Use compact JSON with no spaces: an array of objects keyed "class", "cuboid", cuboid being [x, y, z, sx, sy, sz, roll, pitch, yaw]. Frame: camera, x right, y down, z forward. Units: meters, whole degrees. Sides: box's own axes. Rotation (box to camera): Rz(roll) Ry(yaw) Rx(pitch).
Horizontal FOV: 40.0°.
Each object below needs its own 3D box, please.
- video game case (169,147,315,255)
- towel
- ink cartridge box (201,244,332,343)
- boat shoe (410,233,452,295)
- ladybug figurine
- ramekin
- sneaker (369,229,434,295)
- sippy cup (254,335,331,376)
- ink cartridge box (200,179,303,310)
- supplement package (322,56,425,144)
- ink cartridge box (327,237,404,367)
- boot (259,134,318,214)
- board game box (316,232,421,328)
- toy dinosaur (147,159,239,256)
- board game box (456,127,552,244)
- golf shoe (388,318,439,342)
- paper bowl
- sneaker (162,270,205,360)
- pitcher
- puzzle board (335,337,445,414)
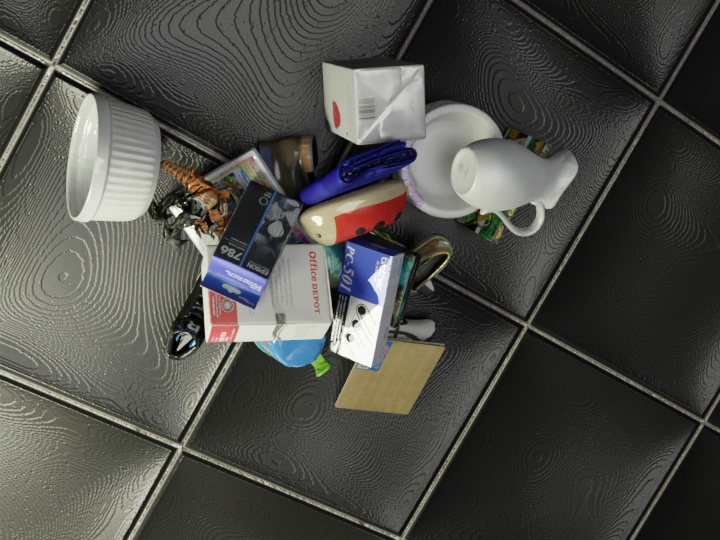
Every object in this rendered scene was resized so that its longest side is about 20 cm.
[{"class":"video game case","cuboid":[-0.204,-0.084,1.691,0.182,0.024,0.200,-28,112,13]},{"class":"towel","cuboid":[-0.013,-0.158,1.602,0.147,0.200,0.050,-20,90,-26]},{"class":"ink cartridge box","cuboid":[-0.156,0.038,1.629,0.199,0.083,0.147,0,65,-15]},{"class":"boat shoe","cuboid":[0.078,0.017,1.729,0.072,0.076,0.200,39,108,-21]},{"class":"ladybug figurine","cuboid":[-0.005,-0.095,1.657,0.199,0.136,0.072,-20,91,-13]},{"class":"ramekin","cuboid":[-0.388,-0.170,1.554,0.105,0.200,0.201,7,103,-28]},{"class":"sneaker","cuboid":[0.049,-0.011,1.799,0.200,0.075,0.085,38,107,-19]},{"class":"sippy cup","cuboid":[-0.121,0.106,1.739,0.177,0.130,0.140,15,101,-20]},{"class":"ink cartridge box","cuboid":[-0.174,-0.044,1.595,0.099,0.039,0.201,23,62,-4]},{"class":"supplement package","cuboid":[0.019,-0.284,1.635,0.119,0.200,0.122,-7,107,-15]},{"class":"ink cartridge box","cuboid":[0.007,0.055,1.681,0.044,0.094,0.201,-17,122,-58]},{"class":"boot","cuboid":[-0.122,-0.140,1.719,0.096,0.075,0.201,2,112,6]},{"class":"board game box","cuboid":[0.000,0.000,1.722,0.028,0.199,0.136,-11,121,-58]},{"class":"toy dinosaur","cuboid":[-0.273,-0.108,1.602,0.136,0.102,0.200,-36,117,-4]},{"class":"board game box","cuboid":[0.259,-0.155,1.795,0.023,0.105,0.201,24,97,-44]},{"class":"golf shoe","cuboid":[0.049,0.100,1.818,0.199,0.078,0.095,-9,107,-15]},{"class":"paper bowl","cuboid":[0.149,-0.200,1.749,0.200,0.104,0.202,-4,105,-15]},{"class":"sneaker","cuboid":[-0.266,0.071,1.681,0.073,0.112,0.200,30,104,-11]},{"class":"pitcher","cuboid":[0.252,-0.138,1.689,0.199,0.121,0.172,2,118,-28]},{"class":"puzzle board","cuboid":[0.053,0.194,1.830,0.150,0.017,0.200,8,132,-18]}]
